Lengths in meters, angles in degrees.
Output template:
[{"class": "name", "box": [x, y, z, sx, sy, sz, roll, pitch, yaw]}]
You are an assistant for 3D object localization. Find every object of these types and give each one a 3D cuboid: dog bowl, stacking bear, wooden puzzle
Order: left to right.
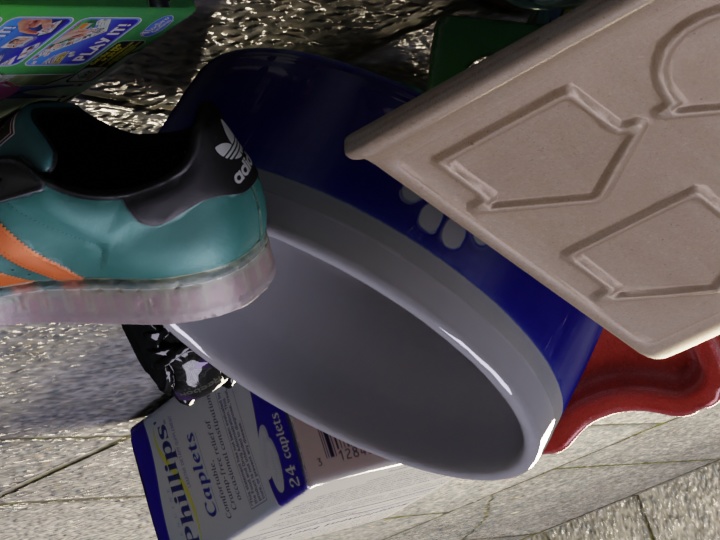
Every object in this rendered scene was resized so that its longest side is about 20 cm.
[{"class": "dog bowl", "box": [0.000, 0.000, 1.054, 0.079, 0.200, 0.200, -60, -178, -20]}, {"class": "stacking bear", "box": [0.117, -0.022, 1.225, 0.121, 0.114, 0.200, -18, -156, 25]}, {"class": "wooden puzzle", "box": [0.123, -0.050, 0.921, 0.185, 0.046, 0.200, -27, 139, 35]}]

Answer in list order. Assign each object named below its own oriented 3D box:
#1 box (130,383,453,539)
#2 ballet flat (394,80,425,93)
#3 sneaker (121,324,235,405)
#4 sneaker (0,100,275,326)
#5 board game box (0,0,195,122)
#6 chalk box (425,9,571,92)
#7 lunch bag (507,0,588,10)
[{"class": "box", "box": [-0.021, 0.103, 1.668, 0.183, 0.105, 0.200, -11, 164, -35]}, {"class": "ballet flat", "box": [0.024, -0.044, 1.197, 0.067, 0.067, 0.200, -23, 167, 21]}, {"class": "sneaker", "box": [-0.083, 0.012, 1.227, 0.075, 0.088, 0.200, -19, 167, 1]}, {"class": "sneaker", "box": [-0.133, -0.024, 0.939, 0.199, 0.080, 0.072, -5, -148, 6]}, {"class": "board game box", "box": [-0.171, -0.061, 0.923, 0.134, 0.029, 0.200, -7, 163, -47]}, {"class": "chalk box", "box": [0.126, -0.062, 1.066, 0.199, 0.125, 0.124, 11, 162, -8]}, {"class": "lunch bag", "box": [0.132, -0.151, 0.871, 0.160, 0.077, 0.200, -9, 164, -40]}]
